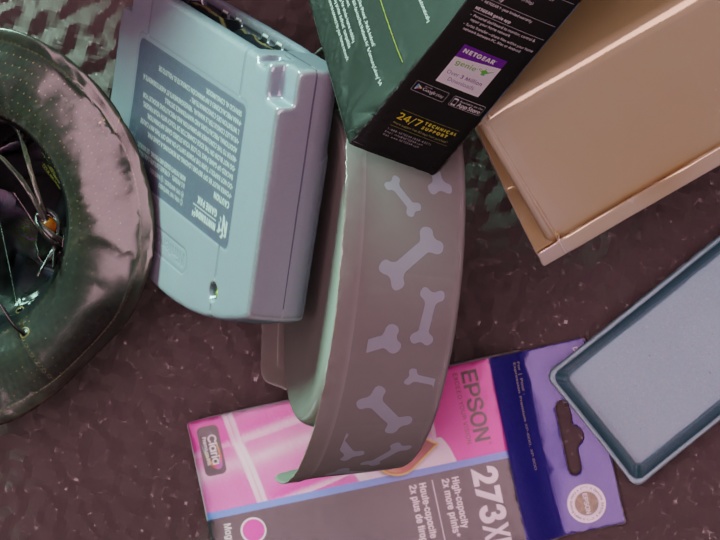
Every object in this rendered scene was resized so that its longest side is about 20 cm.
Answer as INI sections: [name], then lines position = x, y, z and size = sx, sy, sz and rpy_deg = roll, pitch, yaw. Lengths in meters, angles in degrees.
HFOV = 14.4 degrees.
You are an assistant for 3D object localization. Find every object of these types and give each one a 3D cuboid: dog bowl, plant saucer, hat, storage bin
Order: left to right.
[hat]
position = -0.184, -0.023, 1.380
size = 0.200, 0.081, 0.201
rpy_deg = 2, 97, 13
[dog bowl]
position = 0.000, 0.000, 1.294
size = 0.059, 0.200, 0.201
rpy_deg = 6, 91, -11
[storage bin]
position = 0.122, -0.140, 1.297
size = 0.200, 0.094, 0.199
rpy_deg = -30, 42, 6
[plant saucer]
position = 0.188, 0.014, 1.364
size = 0.200, 0.019, 0.070
rpy_deg = -39, 86, 3

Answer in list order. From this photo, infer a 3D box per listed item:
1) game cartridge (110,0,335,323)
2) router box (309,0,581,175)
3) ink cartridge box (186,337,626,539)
[game cartridge]
position = -0.069, -0.052, 1.315
size = 0.041, 0.200, 0.133
rpy_deg = 6, 105, -27
[router box]
position = 0.034, -0.163, 1.222
size = 0.051, 0.200, 0.149
rpy_deg = 18, 129, -31
[ink cartridge box]
position = 0.022, 0.099, 1.382
size = 0.199, 0.037, 0.095
rpy_deg = -12, 88, 5
